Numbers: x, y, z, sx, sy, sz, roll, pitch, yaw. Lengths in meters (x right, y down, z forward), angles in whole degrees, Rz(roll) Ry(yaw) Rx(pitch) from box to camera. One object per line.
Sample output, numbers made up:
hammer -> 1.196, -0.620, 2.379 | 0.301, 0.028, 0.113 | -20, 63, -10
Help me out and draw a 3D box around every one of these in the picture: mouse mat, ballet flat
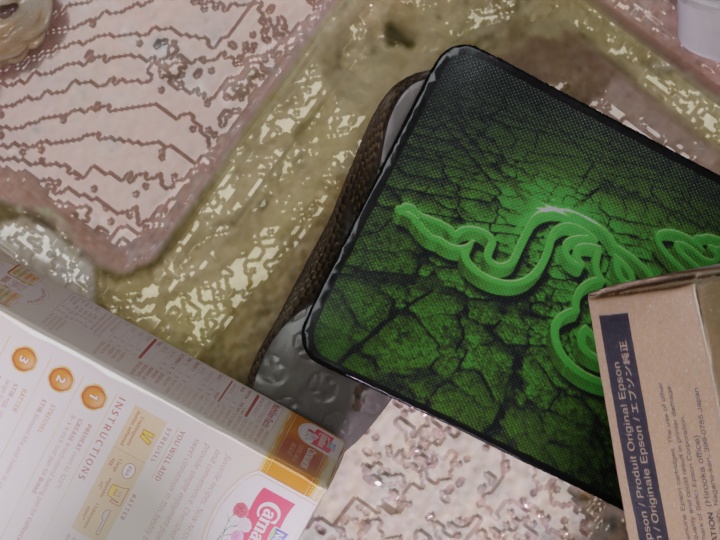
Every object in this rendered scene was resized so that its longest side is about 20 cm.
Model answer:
mouse mat -> 0.091, 0.007, 0.974 | 0.200, 0.008, 0.161 | 26, 92, -14
ballet flat -> 0.000, 0.000, 0.984 | 0.067, 0.046, 0.200 | 20, 96, -15

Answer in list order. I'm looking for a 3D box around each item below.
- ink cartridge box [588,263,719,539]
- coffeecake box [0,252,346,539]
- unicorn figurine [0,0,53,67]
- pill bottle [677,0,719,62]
ink cartridge box -> 0.205, 0.071, 0.917 | 0.200, 0.075, 0.165 | -9, 89, -34
coffeecake box -> -0.131, 0.102, 0.952 | 0.200, 0.073, 0.154 | 29, 104, 0
unicorn figurine -> -0.202, -0.182, 0.975 | 0.137, 0.074, 0.200 | -24, 106, 0
pill bottle -> 0.181, -0.195, 0.921 | 0.111, 0.111, 0.200 | -2, 115, 1
